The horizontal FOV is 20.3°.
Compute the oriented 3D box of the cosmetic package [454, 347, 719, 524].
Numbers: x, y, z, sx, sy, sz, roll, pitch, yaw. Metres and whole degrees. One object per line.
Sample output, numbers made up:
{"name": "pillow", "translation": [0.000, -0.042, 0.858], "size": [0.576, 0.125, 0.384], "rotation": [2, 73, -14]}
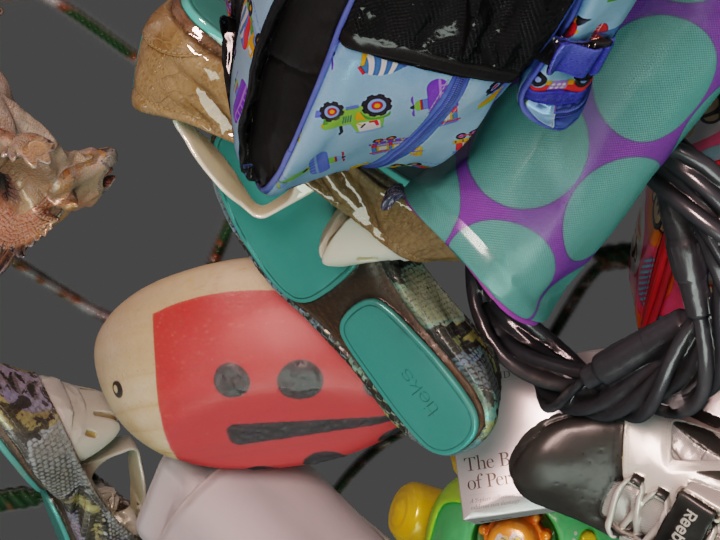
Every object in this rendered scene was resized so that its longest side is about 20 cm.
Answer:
{"name": "cosmetic package", "translation": [0.148, 0.080, 1.073], "size": [0.198, 0.083, 0.051], "rotation": [-10, 168, 9]}

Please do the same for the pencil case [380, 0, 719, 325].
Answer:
{"name": "pencil case", "translation": [0.100, -0.079, 0.819], "size": [0.085, 0.092, 0.201], "rotation": [35, 103, -10]}

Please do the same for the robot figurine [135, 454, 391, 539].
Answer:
{"name": "robot figurine", "translation": [-0.037, 0.177, 1.104], "size": [0.169, 0.200, 0.114], "rotation": [-19, 142, -44]}

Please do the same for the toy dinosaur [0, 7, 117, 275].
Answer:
{"name": "toy dinosaur", "translation": [-0.205, -0.059, 0.910], "size": [0.198, 0.086, 0.136], "rotation": [16, 144, -11]}

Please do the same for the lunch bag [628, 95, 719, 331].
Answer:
{"name": "lunch bag", "translation": [0.236, -0.024, 0.967], "size": [0.198, 0.082, 0.177], "rotation": [2, 136, -4]}

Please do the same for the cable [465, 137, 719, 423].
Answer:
{"name": "cable", "translation": [0.114, -0.005, 0.939], "size": [0.163, 0.051, 0.201], "rotation": [34, 139, 22]}

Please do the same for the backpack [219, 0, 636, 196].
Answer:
{"name": "backpack", "translation": [0.022, -0.123, 0.755], "size": [0.133, 0.184, 0.201], "rotation": [9, 135, -16]}

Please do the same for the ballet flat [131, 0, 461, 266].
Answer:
{"name": "ballet flat", "translation": [-0.018, -0.046, 0.903], "size": [0.199, 0.068, 0.073], "rotation": [31, 115, -12]}

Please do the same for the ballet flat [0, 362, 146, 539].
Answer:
{"name": "ballet flat", "translation": [-0.161, 0.102, 1.122], "size": [0.071, 0.072, 0.201], "rotation": [-9, 140, 9]}

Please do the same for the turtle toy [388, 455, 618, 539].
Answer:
{"name": "turtle toy", "translation": [0.090, 0.178, 1.179], "size": [0.145, 0.102, 0.200], "rotation": [18, 136, -22]}

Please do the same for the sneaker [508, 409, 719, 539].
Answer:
{"name": "sneaker", "translation": [0.172, 0.122, 0.994], "size": [0.198, 0.089, 0.075], "rotation": [9, 130, -4]}

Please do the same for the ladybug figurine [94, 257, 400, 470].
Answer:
{"name": "ladybug figurine", "translation": [-0.043, 0.054, 1.051], "size": [0.198, 0.072, 0.136], "rotation": [-9, 139, 9]}

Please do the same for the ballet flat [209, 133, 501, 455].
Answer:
{"name": "ballet flat", "translation": [0.000, 0.000, 0.979], "size": [0.074, 0.074, 0.201], "rotation": [-30, 99, 30]}
